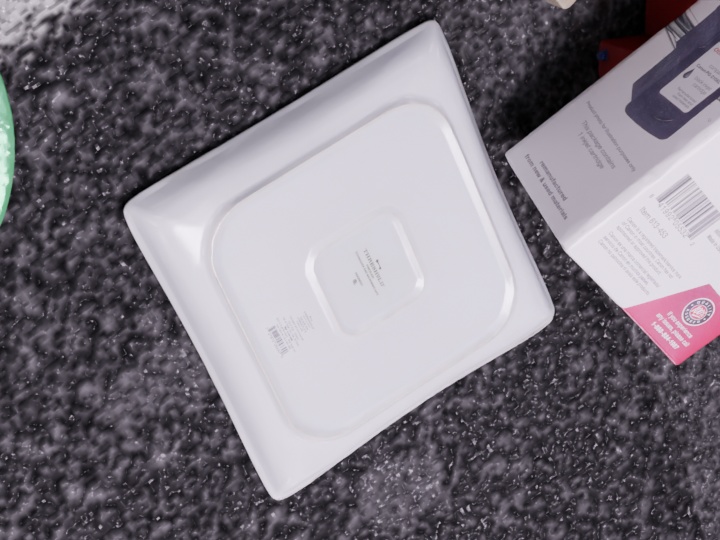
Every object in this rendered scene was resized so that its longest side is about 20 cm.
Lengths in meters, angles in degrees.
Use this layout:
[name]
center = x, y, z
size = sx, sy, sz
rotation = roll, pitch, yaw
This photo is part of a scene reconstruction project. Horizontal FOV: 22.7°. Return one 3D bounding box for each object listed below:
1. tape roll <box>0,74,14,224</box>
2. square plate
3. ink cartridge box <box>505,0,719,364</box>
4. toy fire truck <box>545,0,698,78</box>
[tape roll]
center = -0.258, -0.055, 0.808
size = 0.199, 0.048, 0.202
rotation = -8, 111, -23
[square plate]
center = 0.000, 0.000, 0.964
size = 0.197, 0.028, 0.201
rotation = -32, 117, -14
[ink cartridge box]
center = 0.202, -0.064, 0.959
size = 0.200, 0.085, 0.145
rotation = -38, 136, 12
[toy fire truck]
center = 0.136, -0.178, 0.960
size = 0.140, 0.049, 0.202
rotation = -8, 111, -23
